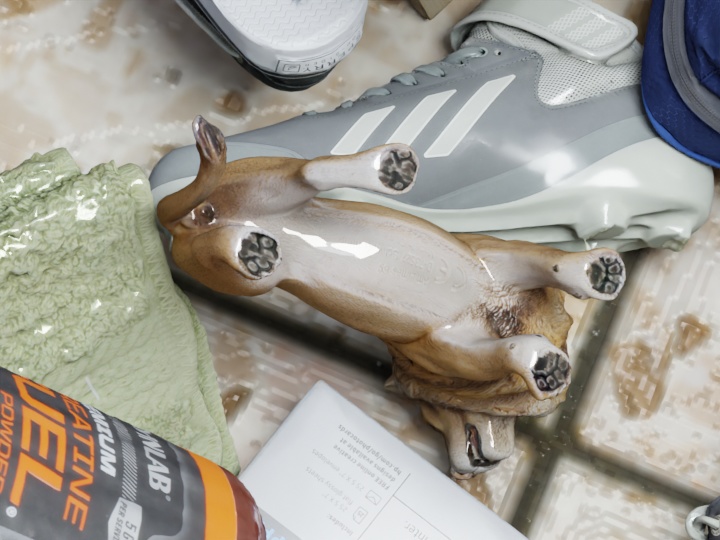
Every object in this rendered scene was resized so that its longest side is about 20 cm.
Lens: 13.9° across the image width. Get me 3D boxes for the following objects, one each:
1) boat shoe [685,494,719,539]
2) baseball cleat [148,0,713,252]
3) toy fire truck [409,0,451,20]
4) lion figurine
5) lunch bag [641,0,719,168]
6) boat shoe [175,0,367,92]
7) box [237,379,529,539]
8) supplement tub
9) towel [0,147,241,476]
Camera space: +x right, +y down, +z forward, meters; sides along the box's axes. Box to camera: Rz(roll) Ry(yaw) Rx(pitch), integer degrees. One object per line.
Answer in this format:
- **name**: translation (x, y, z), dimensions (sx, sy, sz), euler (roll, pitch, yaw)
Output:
- **boat shoe**: translation (0.142, 0.091, 0.996), dimensions (0.063, 0.073, 0.200), euler (20, 68, 13)
- **baseball cleat**: translation (0.022, -0.048, 1.028), dimensions (0.200, 0.070, 0.107), euler (2, 65, -14)
- **toy fire truck**: translation (0.058, -0.158, 0.966), dimensions (0.176, 0.200, 0.129), euler (-27, 100, -10)
- **lion figurine**: translation (0.000, 0.000, 0.939), dimensions (0.200, 0.122, 0.073), euler (32, 76, -29)
- **lunch bag**: translation (0.204, -0.085, 1.005), dimensions (0.200, 0.132, 0.136), euler (20, 77, -18)
- **boat shoe**: translation (-0.068, -0.142, 0.986), dimensions (0.072, 0.071, 0.200), euler (-25, 79, -17)
- **box**: translation (-0.015, 0.160, 0.969), dimensions (0.156, 0.041, 0.200), euler (38, 75, 6)
- **supplement tub**: translation (-0.102, 0.087, 0.881), dimensions (0.200, 0.107, 0.107), euler (26, 70, -28)
- **towel**: translation (-0.141, 0.056, 0.940), dimensions (0.200, 0.148, 0.036), euler (-26, 35, -10)
